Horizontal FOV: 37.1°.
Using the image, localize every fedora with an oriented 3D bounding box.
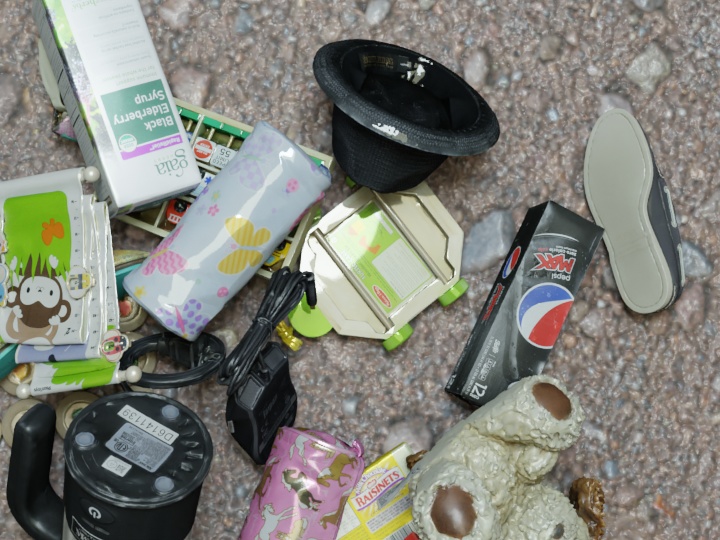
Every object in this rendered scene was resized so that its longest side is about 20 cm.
[{"bbox_3d":[0.030,-0.130,0.976,0.199,0.201,0.092,23,120,-3],"label":"fedora"}]

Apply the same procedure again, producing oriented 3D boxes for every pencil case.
[{"bbox_3d":[-0.116,-0.035,0.930,0.200,0.091,0.083,-50,126,-2],"label":"pencil case"},{"bbox_3d":[-0.061,0.237,0.947,0.086,0.083,0.201,22,80,-27],"label":"pencil case"}]

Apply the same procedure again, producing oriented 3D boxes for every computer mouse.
[{"bbox_3d":[-0.081,0.079,0.948,0.046,0.200,0.141,22,63,17],"label":"computer mouse"}]

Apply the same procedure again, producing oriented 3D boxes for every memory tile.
[{"bbox_3d":[-0.288,0.090,0.995,0.198,0.017,0.155,-6,86,-5],"label":"memory tile"}]

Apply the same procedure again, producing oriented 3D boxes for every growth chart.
[{"bbox_3d":[-0.260,0.010,0.905,0.144,0.018,0.202,-16,80,21],"label":"growth chart"}]

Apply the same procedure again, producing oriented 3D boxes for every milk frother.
[{"bbox_3d":[-0.187,0.175,0.937,0.180,0.189,0.199,38,43,25],"label":"milk frother"}]

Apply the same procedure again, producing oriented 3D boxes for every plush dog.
[{"bbox_3d":[0.127,0.216,0.933,0.172,0.160,0.200,50,57,-3],"label":"plush dog"}]

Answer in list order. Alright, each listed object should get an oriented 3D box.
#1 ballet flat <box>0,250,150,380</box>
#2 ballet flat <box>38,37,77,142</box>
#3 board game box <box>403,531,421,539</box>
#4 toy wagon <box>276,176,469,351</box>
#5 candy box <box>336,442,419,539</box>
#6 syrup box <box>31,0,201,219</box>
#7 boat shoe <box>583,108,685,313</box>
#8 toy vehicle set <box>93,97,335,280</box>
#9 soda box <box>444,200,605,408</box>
[{"bbox_3d":[-0.281,0.025,0.964,0.199,0.071,0.071,-36,89,-7],"label":"ballet flat"},{"bbox_3d":[-0.263,-0.218,0.990,0.071,0.069,0.202,0,88,-47],"label":"ballet flat"},{"bbox_3d":[0.017,0.349,0.925,0.200,0.152,0.046,-43,128,0],"label":"board game box"},{"bbox_3d":[0.000,0.000,1.017,0.200,0.040,0.156,-38,89,-6],"label":"toy wagon"},{"bbox_3d":[-0.014,0.257,1.001,0.199,0.026,0.103,-32,86,-7],"label":"candy box"},{"bbox_3d":[-0.212,-0.152,0.929,0.078,0.081,0.201,-20,92,-22],"label":"syrup box"},{"bbox_3d":[0.271,-0.058,1.048,0.062,0.072,0.202,0,77,-48],"label":"boat shoe"},{"bbox_3d":[-0.137,-0.079,0.996,0.199,0.027,0.125,21,84,9],"label":"toy vehicle set"},{"bbox_3d":[0.154,0.038,1.012,0.063,0.071,0.201,26,84,-6],"label":"soda box"}]
